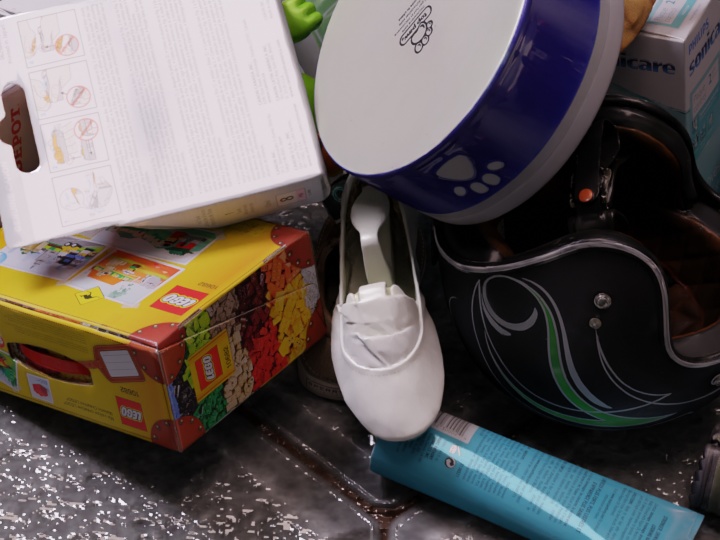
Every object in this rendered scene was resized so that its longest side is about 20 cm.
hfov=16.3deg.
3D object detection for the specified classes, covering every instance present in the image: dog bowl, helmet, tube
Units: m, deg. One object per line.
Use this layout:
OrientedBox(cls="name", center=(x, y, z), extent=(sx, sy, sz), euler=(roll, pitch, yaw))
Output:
OrientedBox(cls="dog bowl", center=(0.063, -0.133, 1.526), extent=(0.079, 0.200, 0.200), euler=(24, 29, -33))
OrientedBox(cls="helmet", center=(0.157, 0.008, 1.578), extent=(0.200, 0.191, 0.200), euler=(-24, 36, 19))
OrientedBox(cls="tube", center=(0.105, 0.136, 1.532), extent=(0.200, 0.050, 0.077), euler=(22, 49, 13))

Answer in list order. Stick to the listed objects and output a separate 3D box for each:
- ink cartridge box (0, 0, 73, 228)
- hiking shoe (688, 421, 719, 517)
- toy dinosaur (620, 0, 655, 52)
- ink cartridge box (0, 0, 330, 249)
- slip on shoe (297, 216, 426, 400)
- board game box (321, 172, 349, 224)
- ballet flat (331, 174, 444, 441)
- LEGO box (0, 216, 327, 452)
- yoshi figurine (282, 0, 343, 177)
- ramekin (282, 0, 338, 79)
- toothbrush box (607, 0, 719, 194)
OrientedBox(cls="ink cartridge box", center=(-0.212, -0.113, 1.712), extent=(0.084, 0.145, 0.200), euler=(27, 44, 26))
OrientedBox(cls="hiking shoe", center=(0.291, 0.103, 1.581), extent=(0.101, 0.076, 0.200), euler=(33, 56, 18))
OrientedBox(cls="toy dinosaur", center=(0.163, -0.171, 1.592), extent=(0.106, 0.060, 0.200), euler=(36, 75, 26))
OrientedBox(cls="ink cartridge box", center=(-0.134, -0.100, 1.572), extent=(0.200, 0.057, 0.163), euler=(-15, 69, 1))
OrientedBox(cls="slip on shoe", center=(0.000, 0.000, 1.667), extent=(0.076, 0.061, 0.200), euler=(12, 40, 8))
OrientedBox(cls="board game box", center=(0.067, -0.096, 1.710), extent=(0.135, 0.028, 0.200), euler=(-26, 6, 28))
OrientedBox(cls="ballet flat", center=(0.010, 0.013, 1.553), extent=(0.069, 0.070, 0.200), euler=(1, 49, -6))
OrientedBox(cls="LEGO box", center=(-0.146, 0.022, 1.574), extent=(0.200, 0.077, 0.149), euler=(15, 39, 36))
OrientedBox(cls="yoshi figurine", center=(-0.076, -0.150, 1.674), extent=(0.200, 0.112, 0.112), euler=(40, 13, -11))
OrientedBox(cls="ramekin", center=(-0.063, -0.184, 1.781), extent=(0.200, 0.200, 0.098), euler=(25, 52, 22))
OrientedBox(cls="toothbrush box", center=(0.208, -0.113, 1.711), extent=(0.085, 0.200, 0.146), euler=(10, 38, 23))
